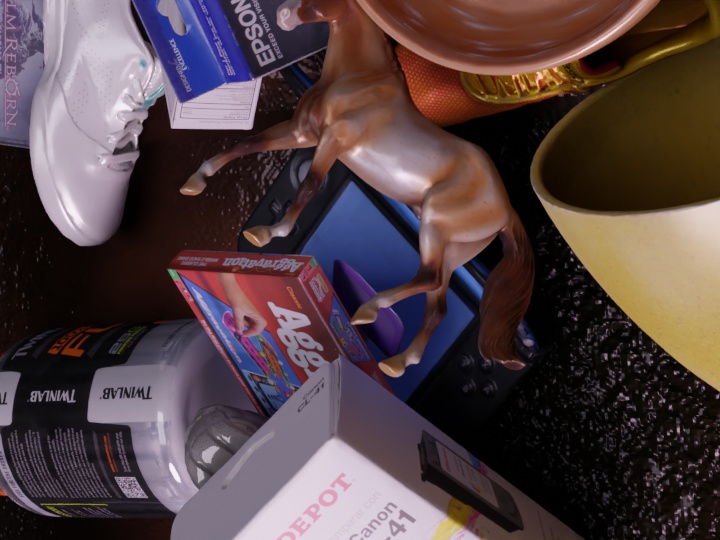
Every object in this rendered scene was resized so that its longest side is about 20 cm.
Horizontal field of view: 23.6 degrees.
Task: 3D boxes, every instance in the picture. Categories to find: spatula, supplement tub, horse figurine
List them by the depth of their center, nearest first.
[{"bbox_3d":[0.014,-0.039,0.823,0.200,0.133,0.050,41,163,-3],"label":"horse figurine"},{"bbox_3d":[-0.014,0.057,0.991,0.057,0.021,0.200,47,147,15],"label":"spatula"},{"bbox_3d":[-0.153,0.094,1.084,0.200,0.122,0.123,-5,94,36],"label":"supplement tub"}]

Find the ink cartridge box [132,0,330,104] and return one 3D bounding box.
[{"bbox_3d":[-0.020,-0.162,0.846,0.200,0.039,0.100,-25,103,5],"label":"ink cartridge box"}]

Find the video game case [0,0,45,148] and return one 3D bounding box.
[{"bbox_3d":[-0.263,-0.161,1.189,0.200,0.019,0.143,10,103,36],"label":"video game case"}]

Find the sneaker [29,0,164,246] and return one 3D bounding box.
[{"bbox_3d":[-0.154,-0.112,1.089,0.088,0.075,0.201,5,100,24],"label":"sneaker"}]

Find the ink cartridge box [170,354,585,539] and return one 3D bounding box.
[{"bbox_3d":[0.016,0.166,0.918,0.200,0.086,0.148,36,110,-18],"label":"ink cartridge box"}]

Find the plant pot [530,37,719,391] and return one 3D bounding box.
[{"bbox_3d":[0.196,-0.019,0.789,0.200,0.200,0.142,-8,118,37],"label":"plant pot"}]

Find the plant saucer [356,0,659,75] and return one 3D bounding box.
[{"bbox_3d":[0.069,-0.187,0.764,0.200,0.037,0.201,5,100,31],"label":"plant saucer"}]

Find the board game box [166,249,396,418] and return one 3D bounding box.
[{"bbox_3d":[-0.024,0.070,0.977,0.103,0.019,0.200,2,133,41],"label":"board game box"}]

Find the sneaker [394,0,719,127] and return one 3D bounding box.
[{"bbox_3d":[0.089,-0.116,0.851,0.200,0.077,0.073,-22,114,32],"label":"sneaker"}]

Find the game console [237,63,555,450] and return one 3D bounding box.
[{"bbox_3d":[0.000,0.000,0.960,0.200,0.118,0.171,48,121,21],"label":"game console"}]

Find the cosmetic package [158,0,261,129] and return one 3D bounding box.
[{"bbox_3d":[-0.090,-0.177,0.970,0.083,0.051,0.200,109,155,-46],"label":"cosmetic package"}]

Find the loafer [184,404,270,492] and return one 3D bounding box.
[{"bbox_3d":[-0.018,0.143,0.995,0.070,0.070,0.200,-45,108,6],"label":"loafer"}]
